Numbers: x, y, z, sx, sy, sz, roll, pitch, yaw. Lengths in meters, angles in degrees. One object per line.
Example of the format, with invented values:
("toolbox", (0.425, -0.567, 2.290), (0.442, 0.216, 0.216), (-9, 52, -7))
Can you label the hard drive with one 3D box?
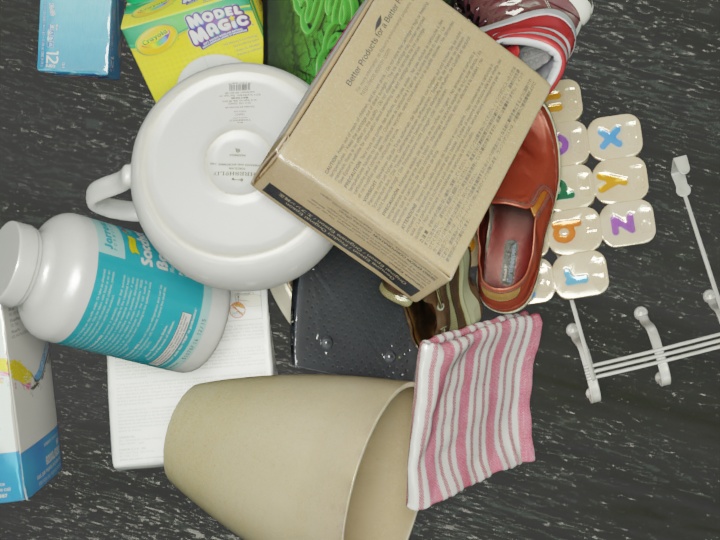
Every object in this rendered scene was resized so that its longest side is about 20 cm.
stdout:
("hard drive", (0.000, 0.000, 1.271), (0.133, 0.042, 0.203), (13, 76, -26))

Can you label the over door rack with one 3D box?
("over door rack", (0.257, 0.009, 1.302), (0.146, 0.067, 0.203), (-14, 80, 2))

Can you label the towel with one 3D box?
("towel", (0.105, 0.120, 1.248), (0.030, 0.199, 0.149), (9, 102, 34))

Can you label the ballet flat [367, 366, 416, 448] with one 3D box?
("ballet flat", (0.022, 0.139, 1.310), (0.199, 0.068, 0.064), (-38, 129, 12))

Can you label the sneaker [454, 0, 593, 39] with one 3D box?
("sneaker", (0.105, -0.230, 1.280), (0.198, 0.076, 0.117), (21, 97, -1))

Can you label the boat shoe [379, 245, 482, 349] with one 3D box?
("boat shoe", (0.052, 0.000, 1.196), (0.075, 0.074, 0.203), (-42, 135, -18))

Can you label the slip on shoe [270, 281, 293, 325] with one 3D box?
("slip on shoe", (-0.059, -0.021, 1.298), (0.060, 0.076, 0.202), (-25, 86, 11))

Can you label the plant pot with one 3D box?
("plant pot", (-0.064, 0.165, 1.211), (0.198, 0.187, 0.190), (13, 94, 21))

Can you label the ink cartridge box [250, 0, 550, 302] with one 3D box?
("ink cartridge box", (0.034, -0.106, 1.087), (0.164, 0.075, 0.201), (35, 64, -9))

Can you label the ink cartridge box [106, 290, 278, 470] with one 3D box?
("ink cartridge box", (-0.160, 0.082, 1.328), (0.160, 0.050, 0.203), (-4, 79, 2))

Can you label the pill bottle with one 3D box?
("pill bottle", (-0.219, 0.017, 1.214), (0.198, 0.110, 0.112), (17, 95, -36))

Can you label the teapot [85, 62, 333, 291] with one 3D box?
("teapot", (-0.099, -0.066, 1.171), (0.200, 0.146, 0.197), (43, 80, 10))

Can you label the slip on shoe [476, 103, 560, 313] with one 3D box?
("slip on shoe", (0.138, -0.064, 1.248), (0.073, 0.061, 0.203), (6, 81, 12))

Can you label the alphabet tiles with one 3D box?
("alphabet tiles", (0.166, -0.071, 1.283), (0.193, 0.015, 0.203), (-9, 80, 8))

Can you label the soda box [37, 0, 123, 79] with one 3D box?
("soda box", (-0.253, -0.280, 1.288), (0.067, 0.064, 0.203), (4, 94, 0))

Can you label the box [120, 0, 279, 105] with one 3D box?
("box", (-0.125, -0.174, 1.211), (0.116, 0.049, 0.202), (-14, 127, 11))

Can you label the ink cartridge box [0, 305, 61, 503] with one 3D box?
("ink cartridge box", (-0.366, 0.102, 1.274), (0.145, 0.145, 0.203), (-5, 94, 2))

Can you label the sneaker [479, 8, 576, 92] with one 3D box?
("sneaker", (0.091, -0.165, 1.219), (0.198, 0.113, 0.072), (-21, 109, 18))

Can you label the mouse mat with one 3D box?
("mouse mat", (-0.004, -0.171, 1.185), (0.158, 0.008, 0.202), (1, 127, -2))
